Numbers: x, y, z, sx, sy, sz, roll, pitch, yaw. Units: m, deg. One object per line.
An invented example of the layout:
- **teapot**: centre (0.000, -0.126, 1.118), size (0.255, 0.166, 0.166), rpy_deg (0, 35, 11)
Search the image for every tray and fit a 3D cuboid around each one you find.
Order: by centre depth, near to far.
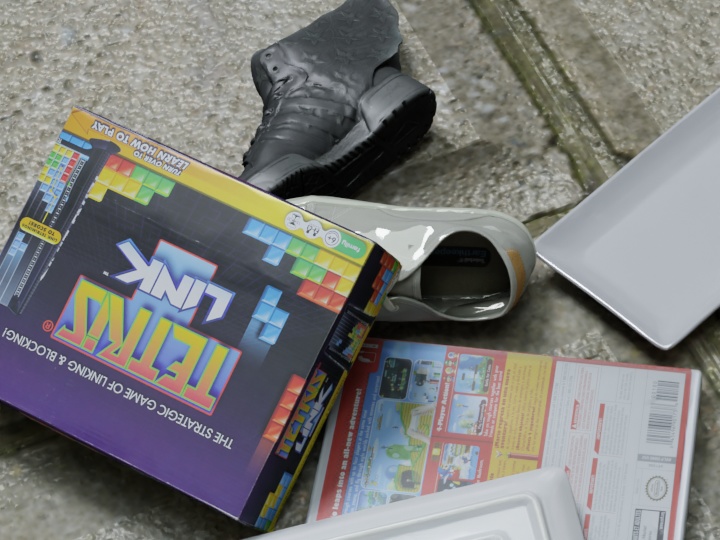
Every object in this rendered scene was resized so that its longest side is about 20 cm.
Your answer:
- **tray**: centre (0.020, 0.167, 1.432), size (0.199, 0.022, 0.108), rpy_deg (-13, 63, -1)
- **tray**: centre (0.202, -0.036, 1.598), size (0.200, 0.022, 0.107), rpy_deg (-39, 58, -23)

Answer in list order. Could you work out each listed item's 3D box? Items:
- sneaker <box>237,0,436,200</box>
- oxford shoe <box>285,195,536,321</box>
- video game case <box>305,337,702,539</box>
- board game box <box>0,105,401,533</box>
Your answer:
- **sneaker**: centre (-0.035, -0.089, 1.638), size (0.200, 0.060, 0.104), rpy_deg (-36, 56, -26)
- **oxford shoe**: centre (0.000, 0.000, 1.550), size (0.199, 0.075, 0.058), rpy_deg (-2, 26, -1)
- **video game case**: centre (0.078, 0.105, 1.502), size (0.199, 0.017, 0.143), rpy_deg (6, 53, 9)
- **board game box**: centre (-0.103, 0.025, 1.512), size (0.200, 0.057, 0.166), rpy_deg (24, 84, 22)
